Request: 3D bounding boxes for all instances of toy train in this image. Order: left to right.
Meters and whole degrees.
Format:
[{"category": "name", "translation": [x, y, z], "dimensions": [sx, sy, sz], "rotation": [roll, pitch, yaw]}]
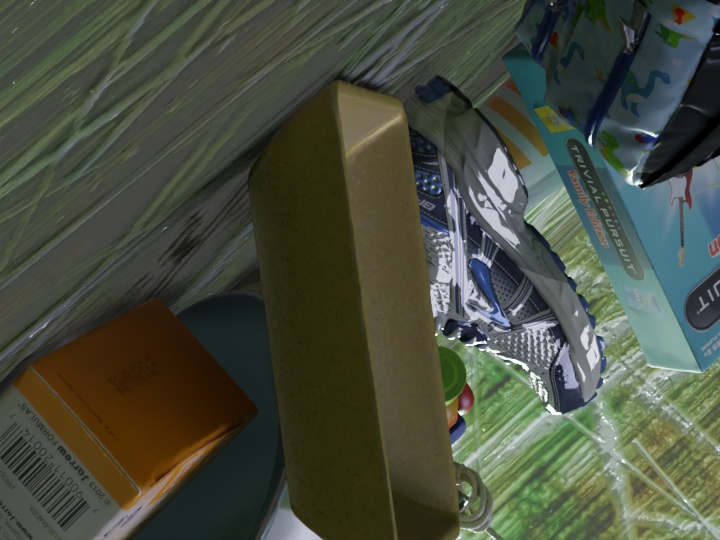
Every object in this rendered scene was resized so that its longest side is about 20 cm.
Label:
[{"category": "toy train", "translation": [0.043, 0.085, 1.859], "dimensions": [0.085, 0.200, 0.116], "rotation": [-40, 170, -22]}]

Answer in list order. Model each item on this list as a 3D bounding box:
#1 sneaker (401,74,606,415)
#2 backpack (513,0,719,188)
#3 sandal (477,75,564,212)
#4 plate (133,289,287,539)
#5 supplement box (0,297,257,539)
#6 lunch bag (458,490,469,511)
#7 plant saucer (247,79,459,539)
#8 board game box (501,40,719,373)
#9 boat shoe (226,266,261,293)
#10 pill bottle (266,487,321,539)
[{"category": "sneaker", "translation": [0.048, 0.001, 1.434], "dimensions": [0.085, 0.200, 0.077], "rotation": [-33, -147, -4]}, {"category": "backpack", "translation": [0.155, -0.128, 1.347], "dimensions": [0.163, 0.154, 0.200], "rotation": [-42, 154, -32]}, {"category": "sandal", "translation": [0.109, -0.092, 1.645], "dimensions": [0.206, 0.059, 0.079], "rotation": [-34, -159, -14]}, {"category": "plate", "translation": [-0.082, 0.103, 1.339], "dimensions": [0.200, 0.026, 0.200], "rotation": [-38, -143, 35]}, {"category": "supplement box", "translation": [-0.151, 0.113, 1.281], "dimensions": [0.200, 0.074, 0.126], "rotation": [-45, 175, 25]}, {"category": "lunch bag", "translation": [-0.026, 0.116, 1.758], "dimensions": [0.118, 0.164, 0.200], "rotation": [-49, 173, 11]}, {"category": "plant saucer", "translation": [-0.004, 0.026, 1.262], "dimensions": [0.048, 0.200, 0.200], "rotation": [-8, 180, 9]}, {"category": "board game box", "translation": [0.179, -0.070, 1.603], "dimensions": [0.151, 0.200, 0.047], "rotation": [-40, -155, -27]}, {"category": "boat shoe", "translation": [0.000, 0.000, 1.495], "dimensions": [0.200, 0.073, 0.074], "rotation": [-44, 175, 23]}, {"category": "pill bottle", "translation": [-0.069, 0.167, 1.452], "dimensions": [0.113, 0.113, 0.200], "rotation": [-35, 149, -57]}]
